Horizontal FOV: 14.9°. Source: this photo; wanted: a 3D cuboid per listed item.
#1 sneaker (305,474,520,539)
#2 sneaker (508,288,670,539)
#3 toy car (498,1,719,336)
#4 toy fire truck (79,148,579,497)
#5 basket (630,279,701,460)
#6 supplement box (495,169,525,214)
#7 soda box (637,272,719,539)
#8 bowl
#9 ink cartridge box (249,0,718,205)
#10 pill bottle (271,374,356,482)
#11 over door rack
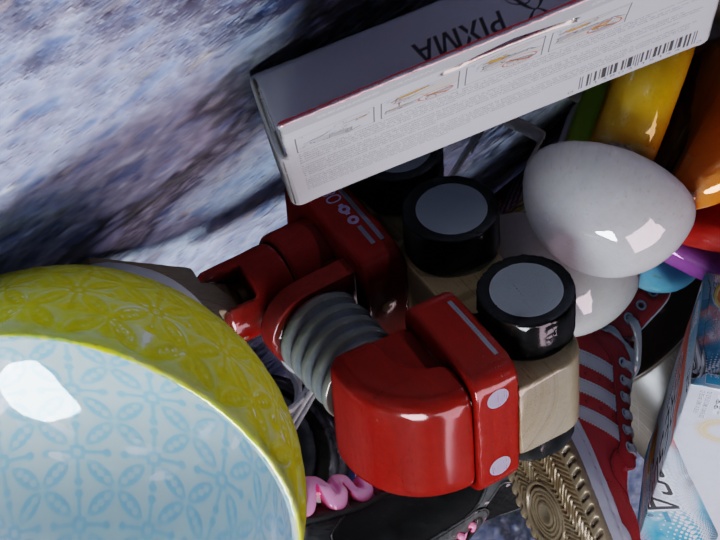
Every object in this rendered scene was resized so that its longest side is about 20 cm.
[{"bbox_3d":[0.024,0.157,1.583,0.199,0.096,0.079,-14,153,-20],"label":"sneaker"},{"bbox_3d":[0.123,0.068,1.417,0.112,0.201,0.071,-12,155,-30],"label":"sneaker"},{"bbox_3d":[0.154,-0.054,1.348,0.200,0.149,0.176,121,-10,-66],"label":"toy car"},{"bbox_3d":[-0.018,0.027,1.283,0.199,0.176,0.129,-25,140,-19],"label":"toy fire truck"},{"bbox_3d":[0.224,0.080,1.539,0.136,0.200,0.181,-19,-142,51],"label":"basket"},{"bbox_3d":[0.114,0.002,1.650,0.200,0.103,0.131,-39,-170,22],"label":"supplement box"},{"bbox_3d":[0.184,0.080,1.376,0.200,0.068,0.064,95,5,-60],"label":"soda box"},{"bbox_3d":[-0.110,0.061,1.179,0.200,0.200,0.108,-44,-159,42],"label":"bowl"},{"bbox_3d":[0.053,-0.096,1.141,0.199,0.045,0.176,-22,170,-2],"label":"ink cartridge box"},{"bbox_3d":[-0.058,0.123,1.711,0.112,0.112,0.200,-35,170,0],"label":"pill bottle"},{"bbox_3d":[0.000,0.000,1.505,0.200,0.067,0.148,-46,176,-26],"label":"over door rack"}]
